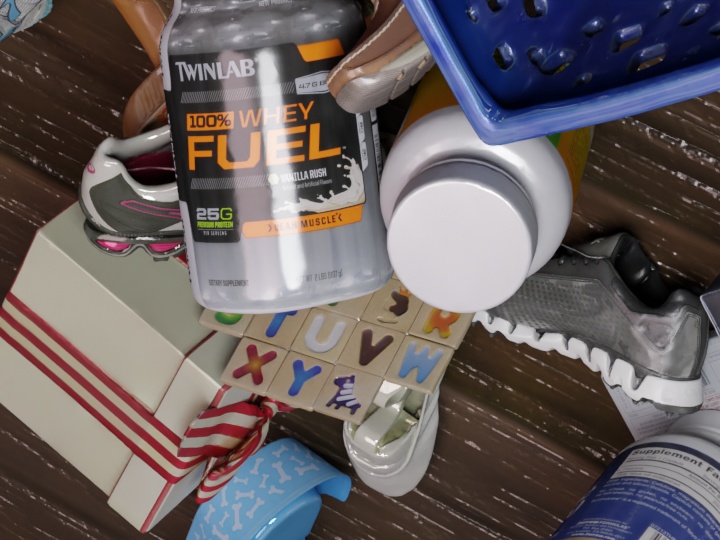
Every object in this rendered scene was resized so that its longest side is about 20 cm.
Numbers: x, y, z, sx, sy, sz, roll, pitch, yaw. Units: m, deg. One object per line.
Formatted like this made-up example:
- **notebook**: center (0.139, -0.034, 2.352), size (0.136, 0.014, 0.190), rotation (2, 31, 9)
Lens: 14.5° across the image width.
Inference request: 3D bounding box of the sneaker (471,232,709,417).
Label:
- **sneaker**: center (0.136, 0.011, 1.743), size (0.199, 0.066, 0.091), rotation (26, 111, 31)

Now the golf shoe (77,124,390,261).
- **golf shoe**: center (-0.073, -0.056, 1.730), size (0.088, 0.199, 0.078), rotation (100, 156, -61)

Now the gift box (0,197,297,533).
- **gift box**: center (-0.120, 0.039, 1.846), size (0.187, 0.185, 0.200), rotation (40, 139, 8)

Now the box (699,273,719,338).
- **box**: center (0.322, -0.007, 1.516), size (0.199, 0.197, 0.124), rotation (-21, 104, 40)

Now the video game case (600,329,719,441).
- **video game case**: center (0.269, 0.112, 1.742), size (0.199, 0.022, 0.183), rotation (-20, 105, 39)

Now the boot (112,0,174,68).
- **boot**: center (-0.145, -0.194, 1.797), size (0.155, 0.074, 0.200), rotation (40, 160, 33)

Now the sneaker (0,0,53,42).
- **sneaker**: center (-0.237, -0.181, 1.798), size (0.078, 0.086, 0.200), rotation (50, 163, 5)

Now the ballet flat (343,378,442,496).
- **ballet flat**: center (0.020, 0.082, 1.859), size (0.069, 0.069, 0.201), rotation (29, 130, 15)

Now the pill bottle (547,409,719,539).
- **pill bottle**: center (0.177, 0.167, 1.685), size (0.110, 0.200, 0.111), rotation (16, 125, 24)

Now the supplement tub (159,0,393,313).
- **supplement tub**: center (-0.050, -0.083, 1.635), size (0.122, 0.122, 0.201), rotation (-2, 101, 34)

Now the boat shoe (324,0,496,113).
- **boat shoe**: center (0.036, -0.161, 1.610), size (0.072, 0.200, 0.076), rotation (46, 140, -2)

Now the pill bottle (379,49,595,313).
- **pill bottle**: center (0.072, -0.058, 1.635), size (0.110, 0.200, 0.112), rotation (5, 118, 9)

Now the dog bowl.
- **dog bowl**: center (-0.075, 0.187, 1.950), size (0.050, 0.111, 0.200), rotation (47, 145, 19)

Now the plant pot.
- **plant pot**: center (0.136, -0.208, 1.522), size (0.199, 0.180, 0.201), rotation (-14, 114, 39)

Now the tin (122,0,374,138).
- **tin**: center (-0.067, -0.118, 1.757), size (0.200, 0.112, 0.042), rotation (-42, 53, 29)

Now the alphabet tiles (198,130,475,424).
- **alphabet tiles**: center (0.000, 0.000, 1.744), size (0.166, 0.201, 0.006), rotation (16, 152, 26)
